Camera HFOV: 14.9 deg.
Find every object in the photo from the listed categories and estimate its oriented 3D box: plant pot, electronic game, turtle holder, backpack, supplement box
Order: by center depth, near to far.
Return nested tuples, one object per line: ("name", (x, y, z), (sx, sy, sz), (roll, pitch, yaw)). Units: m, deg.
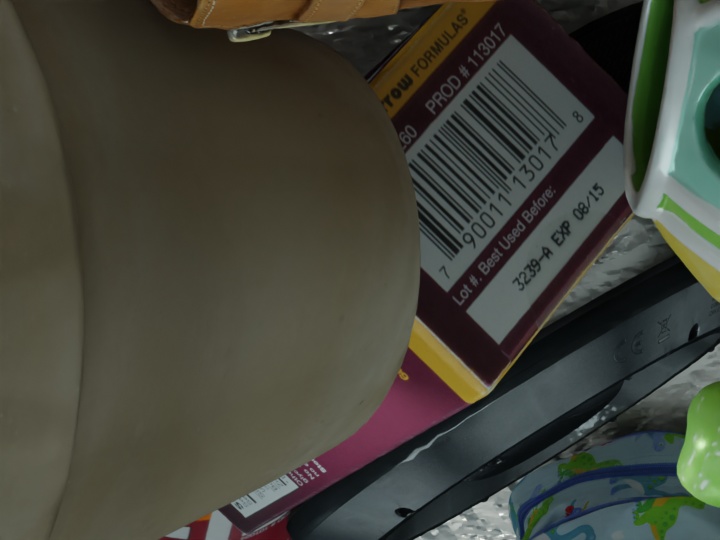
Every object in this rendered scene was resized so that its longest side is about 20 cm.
("plant pot", (-0.084, -0.001, 0.707), (0.173, 0.201, 0.200), (-4, 158, -38))
("turtle holder", (0.142, -0.033, 0.783), (0.131, 0.141, 0.186), (6, 135, -5))
("supplement box", (0.000, 0.000, 0.879), (0.086, 0.110, 0.200), (44, 152, -5))
("electronic game", (0.060, 0.047, 1.007), (0.199, 0.042, 0.200), (-31, 170, -6))
("backpack", (0.144, 0.150, 1.200), (0.163, 0.154, 0.200), (-19, 168, 33))

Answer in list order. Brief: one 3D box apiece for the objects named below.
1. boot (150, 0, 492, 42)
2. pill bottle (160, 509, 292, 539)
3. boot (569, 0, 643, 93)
("boot", (0.010, -0.094, 0.708), (0.155, 0.077, 0.200), (-14, -166, -12))
("pill bottle", (-0.071, 0.075, 1.067), (0.112, 0.113, 0.200), (3, 150, -8))
("boot", (0.159, -0.035, 0.926), (0.199, 0.073, 0.151), (-13, 149, 10))
